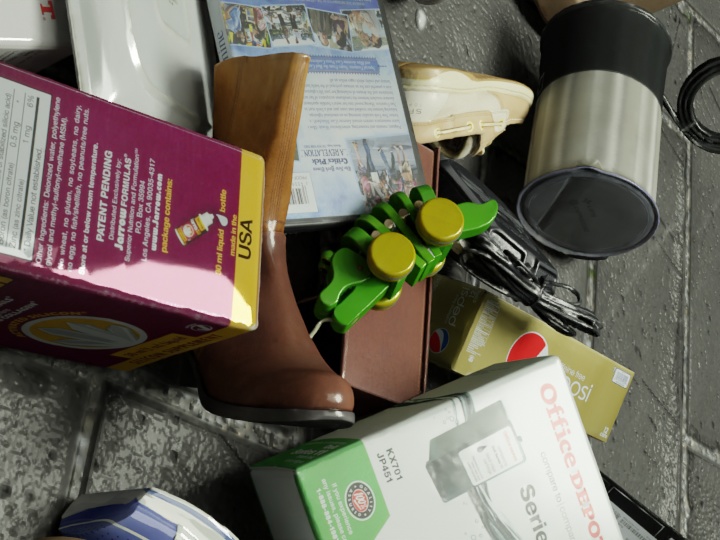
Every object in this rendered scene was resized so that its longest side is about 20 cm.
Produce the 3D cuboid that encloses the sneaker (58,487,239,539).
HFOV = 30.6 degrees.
[{"bbox_3d":[-0.097,0.220,0.728,0.200,0.080,0.115,54,43,-25],"label":"sneaker"}]

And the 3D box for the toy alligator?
[{"bbox_3d":[0.002,-0.004,0.832,0.199,0.059,0.054,-35,76,-22],"label":"toy alligator"}]

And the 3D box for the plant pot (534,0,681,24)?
[{"bbox_3d":[0.261,-0.313,1.202,0.200,0.174,0.202,7,81,-55],"label":"plant pot"}]

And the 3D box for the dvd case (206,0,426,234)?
[{"bbox_3d":[-0.029,-0.125,0.871,0.142,0.017,0.202,-5,78,-40],"label":"dvd case"}]

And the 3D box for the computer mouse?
[{"bbox_3d":[0.091,-0.018,0.983,0.138,0.053,0.200,34,15,-28],"label":"computer mouse"}]

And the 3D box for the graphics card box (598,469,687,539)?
[{"bbox_3d":[0.173,0.188,0.946,0.051,0.200,0.126,-43,133,-10],"label":"graphics card box"}]

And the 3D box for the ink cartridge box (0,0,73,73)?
[{"bbox_3d":[-0.255,-0.172,0.669,0.199,0.084,0.146,-9,86,-49],"label":"ink cartridge box"}]

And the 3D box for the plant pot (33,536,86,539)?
[{"bbox_3d":[-0.106,0.216,0.631,0.092,0.200,0.202,-17,91,-54],"label":"plant pot"}]

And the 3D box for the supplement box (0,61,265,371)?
[{"bbox_3d":[-0.165,-0.023,0.679,0.199,0.130,0.104,17,67,-38],"label":"supplement box"}]

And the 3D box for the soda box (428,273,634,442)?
[{"bbox_3d":[0.123,0.069,1.019,0.199,0.068,0.064,28,85,-40],"label":"soda box"}]

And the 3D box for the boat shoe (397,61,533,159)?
[{"bbox_3d":[0.075,-0.123,1.044,0.199,0.073,0.070,-3,103,-57],"label":"boat shoe"}]

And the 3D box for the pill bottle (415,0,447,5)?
[{"bbox_3d":[0.032,-0.316,1.015,0.200,0.113,0.114,49,47,-25],"label":"pill bottle"}]

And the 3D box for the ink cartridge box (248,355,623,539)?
[{"bbox_3d":[0.052,0.153,0.820,0.199,0.083,0.148,-21,91,-27],"label":"ink cartridge box"}]

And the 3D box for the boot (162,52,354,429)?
[{"bbox_3d":[-0.045,-0.020,0.742,0.068,0.188,0.202,9,95,-25],"label":"boot"}]

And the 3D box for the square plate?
[{"bbox_3d":[-0.126,-0.165,0.786,0.200,0.028,0.200,27,55,-76],"label":"square plate"}]

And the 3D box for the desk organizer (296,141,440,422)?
[{"bbox_3d":[0.000,0.000,0.914,0.077,0.071,0.202,24,61,-39],"label":"desk organizer"}]

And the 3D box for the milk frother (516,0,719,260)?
[{"bbox_3d":[0.249,-0.108,1.114,0.181,0.198,0.189,53,40,-47],"label":"milk frother"}]
